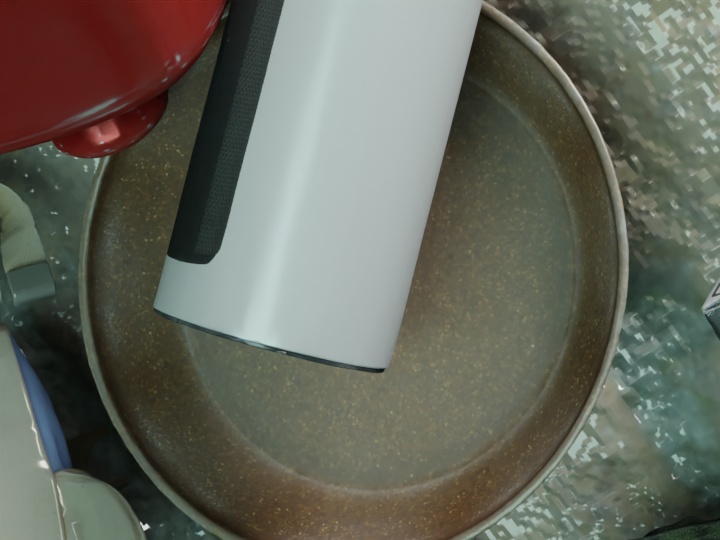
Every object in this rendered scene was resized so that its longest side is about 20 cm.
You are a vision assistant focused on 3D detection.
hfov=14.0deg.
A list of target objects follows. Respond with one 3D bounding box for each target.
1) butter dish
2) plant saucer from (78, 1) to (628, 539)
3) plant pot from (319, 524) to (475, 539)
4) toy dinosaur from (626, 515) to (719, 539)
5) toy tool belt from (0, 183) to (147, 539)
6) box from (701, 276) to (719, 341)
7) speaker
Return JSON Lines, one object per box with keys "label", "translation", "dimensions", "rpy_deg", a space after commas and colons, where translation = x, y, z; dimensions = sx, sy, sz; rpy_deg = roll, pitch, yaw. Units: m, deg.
{"label": "butter dish", "translation": [-0.110, -0.101, 0.962], "dimensions": [0.198, 0.201, 0.148], "rpy_deg": [-15, 126, 22]}
{"label": "plant saucer", "translation": [0.000, 0.000, 0.995], "dimensions": [0.199, 0.037, 0.202], "rpy_deg": [-1, 87, 23]}
{"label": "plant pot", "translation": [-0.019, 0.187, 1.004], "dimensions": [0.141, 0.200, 0.141], "rpy_deg": [-40, 94, 24]}
{"label": "toy dinosaur", "translation": [0.104, 0.119, 1.002], "dimensions": [0.199, 0.048, 0.089], "rpy_deg": [-4, 121, -17]}
{"label": "toy tool belt", "translation": [-0.144, 0.078, 1.045], "dimensions": [0.124, 0.123, 0.201], "rpy_deg": [-16, 69, -13]}
{"label": "box", "translation": [0.193, 0.064, 0.941], "dimensions": [0.060, 0.117, 0.201], "rpy_deg": [-27, 100, 26]}
{"label": "speaker", "translation": [-0.004, -0.074, 0.940], "dimensions": [0.081, 0.081, 0.201], "rpy_deg": [15, 93, 12]}
